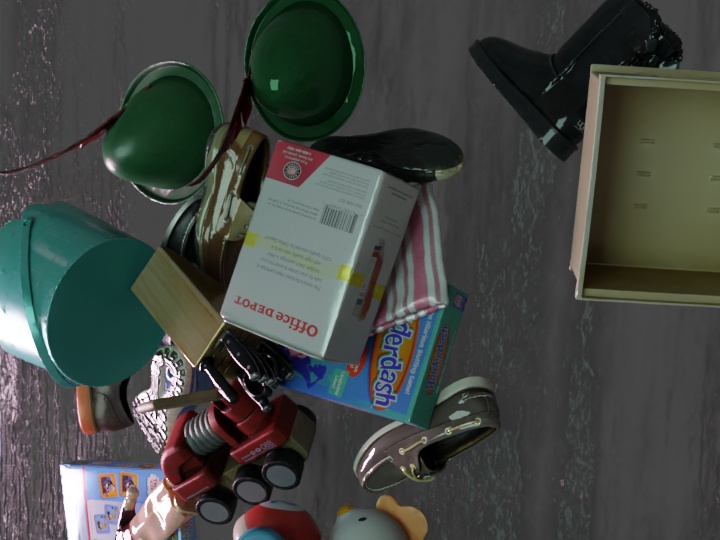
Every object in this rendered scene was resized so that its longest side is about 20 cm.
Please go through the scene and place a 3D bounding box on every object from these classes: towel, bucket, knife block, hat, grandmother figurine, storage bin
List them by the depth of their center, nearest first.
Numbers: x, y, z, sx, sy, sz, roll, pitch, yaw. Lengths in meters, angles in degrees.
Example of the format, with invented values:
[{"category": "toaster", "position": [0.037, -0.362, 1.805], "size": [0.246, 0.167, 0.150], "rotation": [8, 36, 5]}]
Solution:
[{"category": "storage bin", "position": [0.297, -0.077, 1.246], "size": [0.196, 0.094, 0.202], "rotation": [3, 105, 0]}, {"category": "towel", "position": [0.000, 0.000, 1.486], "size": [0.199, 0.030, 0.148], "rotation": [-21, 63, 25]}, {"category": "knife block", "position": [-0.164, 0.068, 1.494], "size": [0.199, 0.176, 0.064], "rotation": [36, 100, -6]}, {"category": "hat", "position": [-0.105, -0.216, 1.495], "size": [0.165, 0.176, 0.202], "rotation": [-22, 83, 32]}, {"category": "bucket", "position": [-0.327, 0.032, 1.596], "size": [0.134, 0.206, 0.209], "rotation": [20, 106, 42]}, {"category": "hat", "position": [-0.283, -0.150, 1.612], "size": [0.166, 0.176, 0.201], "rotation": [43, 116, 21]}, {"category": "grandmother figurine", "position": [-0.267, 0.330, 1.700], "size": [0.200, 0.060, 0.122], "rotation": [-45, 45, 31]}]

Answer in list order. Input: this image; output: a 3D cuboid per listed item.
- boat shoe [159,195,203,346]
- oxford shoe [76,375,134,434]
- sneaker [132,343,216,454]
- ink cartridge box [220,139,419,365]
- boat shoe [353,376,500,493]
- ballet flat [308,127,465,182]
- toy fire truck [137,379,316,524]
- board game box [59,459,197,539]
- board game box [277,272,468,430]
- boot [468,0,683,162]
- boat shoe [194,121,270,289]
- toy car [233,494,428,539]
[{"category": "boat shoe", "position": [-0.208, 0.007, 1.654], "size": [0.060, 0.074, 0.201], "rotation": [33, 115, 26]}, {"category": "oxford shoe", "position": [-0.324, 0.106, 1.758], "size": [0.072, 0.071, 0.202], "rotation": [-4, 90, 5]}, {"category": "sneaker", "position": [-0.215, 0.153, 1.674], "size": [0.079, 0.089, 0.200], "rotation": [54, 140, 20]}, {"category": "ink cartridge box", "position": [-0.044, -0.018, 1.445], "size": [0.144, 0.083, 0.202], "rotation": [20, 90, 32]}, {"category": "boat shoe", "position": [0.071, 0.191, 1.487], "size": [0.200, 0.072, 0.060], "rotation": [-38, 47, 26]}, {"category": "ballet flat", "position": [0.030, -0.118, 1.505], "size": [0.199, 0.067, 0.057], "rotation": [4, 137, 34]}, {"category": "toy fire truck", "position": [-0.175, 0.186, 1.564], "size": [0.175, 0.129, 0.200], "rotation": [-31, 115, 32]}, {"category": "board game box", "position": [-0.298, 0.324, 1.771], "size": [0.198, 0.036, 0.153], "rotation": [-3, 94, 34]}, {"category": "board game box", "position": [0.005, 0.075, 1.501], "size": [0.199, 0.045, 0.153], "rotation": [11, 79, 35]}, {"category": "boot", "position": [0.210, -0.214, 1.349], "size": [0.162, 0.073, 0.199], "rotation": [-45, 45, 12]}, {"category": "boat shoe", "position": [-0.143, -0.070, 1.603], "size": [0.073, 0.075, 0.202], "rotation": [9, 100, 27]}, {"category": "toy car", "position": [-0.022, 0.309, 1.535], "size": [0.199, 0.184, 0.178], "rotation": [-32, 87, 0]}]
